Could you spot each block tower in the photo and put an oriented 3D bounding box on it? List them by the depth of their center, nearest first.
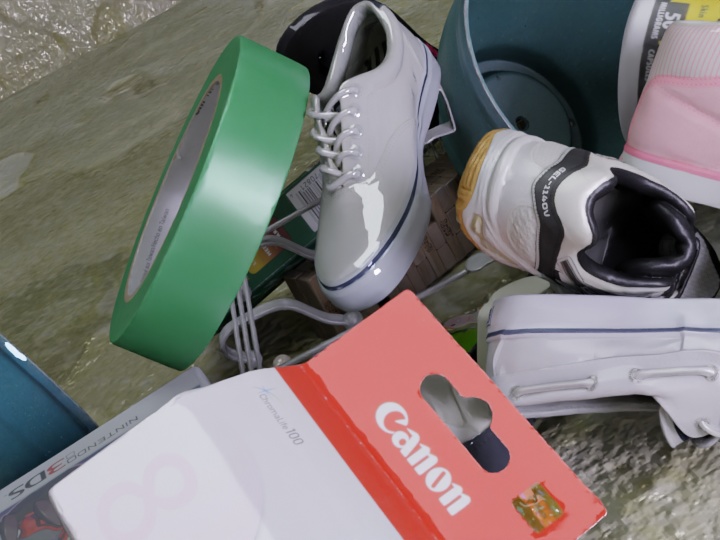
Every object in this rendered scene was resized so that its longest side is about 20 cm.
[{"bbox_3d":[0.042,-0.028,0.956,0.200,0.058,0.054,-40,24,-24],"label":"block tower"}]

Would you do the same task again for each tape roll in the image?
[{"bbox_3d":[-0.094,-0.041,0.822,0.201,0.048,0.201,-59,16,29],"label":"tape roll"}]

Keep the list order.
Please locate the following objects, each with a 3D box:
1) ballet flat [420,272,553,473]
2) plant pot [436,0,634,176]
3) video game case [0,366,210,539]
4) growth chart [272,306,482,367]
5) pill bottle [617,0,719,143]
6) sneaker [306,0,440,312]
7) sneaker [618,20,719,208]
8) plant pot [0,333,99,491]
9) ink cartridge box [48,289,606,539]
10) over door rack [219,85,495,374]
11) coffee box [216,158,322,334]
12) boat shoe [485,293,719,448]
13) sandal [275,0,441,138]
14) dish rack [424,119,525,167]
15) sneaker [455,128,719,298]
[{"bbox_3d":[0.066,0.057,0.707,0.073,0.074,0.200,0,34,50],"label":"ballet flat"},{"bbox_3d":[0.131,-0.119,0.901,0.200,0.201,0.134,-40,-1,-29],"label":"plant pot"},{"bbox_3d":[-0.136,0.141,0.705,0.181,0.023,0.200,-33,27,-7],"label":"video game case"},{"bbox_3d":[0.007,0.070,0.825,0.198,0.018,0.145,-14,26,26],"label":"growth chart"},{"bbox_3d":[0.253,-0.106,0.752,0.198,0.112,0.111,11,39,29],"label":"pill bottle"},{"bbox_3d":[-0.003,-0.069,0.761,0.073,0.071,0.202,-23,42,32],"label":"sneaker"},{"bbox_3d":[0.229,-0.073,0.661,0.198,0.106,0.075,18,16,27],"label":"sneaker"},{"bbox_3d":[-0.290,0.122,0.845,0.188,0.200,0.199,-51,28,-18],"label":"plant pot"},{"bbox_3d":[-0.018,0.105,0.602,0.199,0.057,0.163,-38,57,-6],"label":"ink cartridge box"},{"bbox_3d":[0.000,0.000,0.813,0.199,0.067,0.148,-38,35,15],"label":"over door rack"},{"bbox_3d":[-0.053,-0.025,0.957,0.200,0.044,0.123,-40,-2,18],"label":"coffee box"},{"bbox_3d":[0.154,0.050,0.629,0.198,0.073,0.066,0,75,26],"label":"boat shoe"},{"bbox_3d":[0.029,-0.134,0.944,0.075,0.199,0.045,-55,43,21],"label":"sandal"},{"bbox_3d":[0.100,-0.135,1.125,0.199,0.055,0.153,0,34,47],"label":"dish rack"},{"bbox_3d":[0.134,-0.006,0.662,0.087,0.199,0.077,17,89,46],"label":"sneaker"}]
